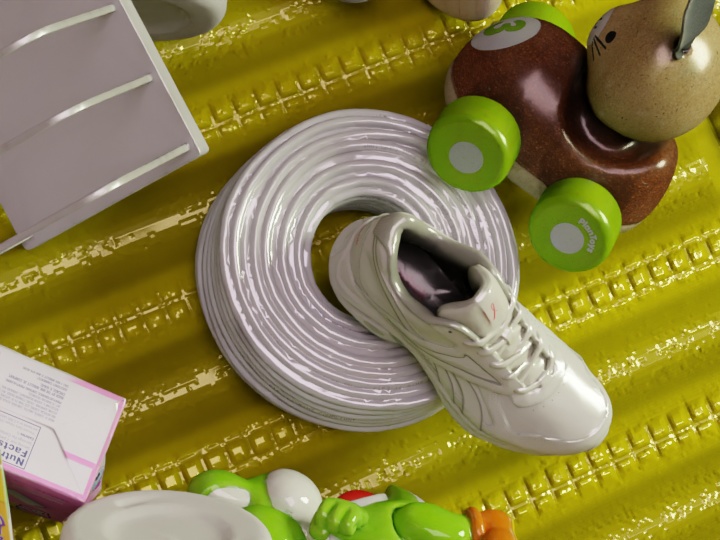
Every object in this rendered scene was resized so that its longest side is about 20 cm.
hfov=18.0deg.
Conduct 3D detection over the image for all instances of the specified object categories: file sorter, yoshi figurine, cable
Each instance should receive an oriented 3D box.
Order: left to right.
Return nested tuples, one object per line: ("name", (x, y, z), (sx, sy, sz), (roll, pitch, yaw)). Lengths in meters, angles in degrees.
("file sorter", (-0.211, -0.117, 1.313), (0.138, 0.124, 0.201), (-26, 93, 24))
("yoshi figurine", (-0.011, 0.175, 1.358), (0.199, 0.112, 0.113), (13, 81, -9))
("cable", (0.000, 0.000, 1.417), (0.199, 0.069, 0.201), (-19, 83, -18))

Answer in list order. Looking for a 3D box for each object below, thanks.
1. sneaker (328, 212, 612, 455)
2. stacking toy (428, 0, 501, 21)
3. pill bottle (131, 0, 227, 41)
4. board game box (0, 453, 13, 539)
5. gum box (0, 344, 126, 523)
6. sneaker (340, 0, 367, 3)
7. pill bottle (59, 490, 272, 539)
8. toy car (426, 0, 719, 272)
("sneaker", (0.070, 0.039, 1.338), (0.200, 0.099, 0.078), (37, 73, -5))
("stacking toy", (0.117, -0.252, 1.508), (0.085, 0.085, 0.200), (48, 64, -1))
("pill bottle", (-0.134, -0.253, 1.416), (0.111, 0.112, 0.202), (5, 77, -14))
("board game box", (-0.194, 0.174, 1.218), (0.030, 0.096, 0.201), (-10, 100, -10))
("gum box", (-0.234, 0.078, 1.313), (0.199, 0.113, 0.066), (24, 73, -8))
("sneaker", (-0.035, -0.270, 1.440), (0.075, 0.114, 0.201), (-21, 82, -3))
("pill bottle", (-0.114, 0.237, 1.277), (0.119, 0.120, 0.201), (0, 108, -15))
("toy car", (0.160, -0.130, 1.392), (0.157, 0.200, 0.164), (38, 38, -4))
